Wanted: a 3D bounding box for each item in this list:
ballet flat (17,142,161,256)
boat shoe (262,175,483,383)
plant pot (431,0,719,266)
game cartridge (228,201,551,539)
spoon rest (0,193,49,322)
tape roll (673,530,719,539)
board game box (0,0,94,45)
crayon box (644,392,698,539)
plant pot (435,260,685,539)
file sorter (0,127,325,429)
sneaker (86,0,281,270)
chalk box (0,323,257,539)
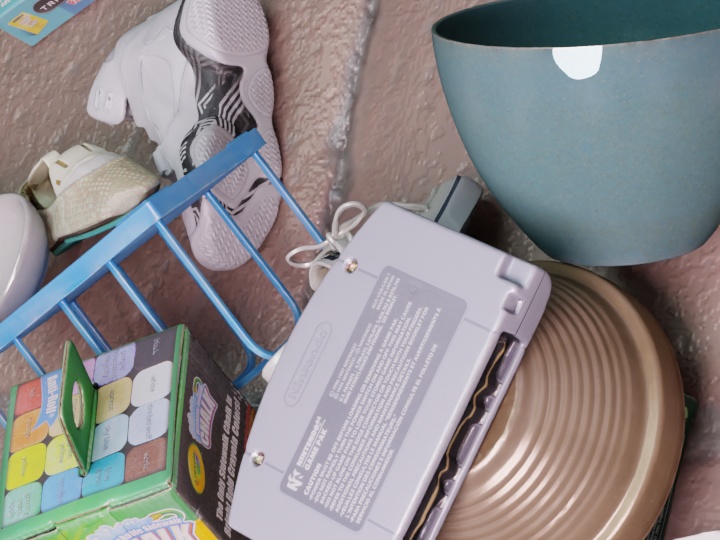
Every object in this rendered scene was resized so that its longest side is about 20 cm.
[{"bbox_3d":[-0.185,-0.050,1.857,0.067,0.063,0.200,-33,5,-23],"label":"ballet flat"},{"bbox_3d":[-0.002,0.003,1.685,0.086,0.075,0.202,30,55,5],"label":"boat shoe"},{"bbox_3d":[0.145,-0.079,1.607,0.199,0.200,0.136,5,108,39],"label":"plant pot"},{"bbox_3d":[0.010,0.069,1.545,0.133,0.040,0.201,25,88,38],"label":"game cartridge"},{"bbox_3d":[-0.251,-0.011,1.895,0.100,0.060,0.200,-67,18,3],"label":"spoon rest"},{"bbox_3d":[0.194,0.242,1.498,0.201,0.071,0.204,-15,64,32],"label":"tape roll"},{"bbox_3d":[-0.212,-0.285,2.040,0.151,0.047,0.201,-32,55,25],"label":"board game box"},{"bbox_3d":[0.085,0.116,1.646,0.199,0.051,0.127,6,76,40],"label":"crayon box"},{"bbox_3d":[0.071,0.082,1.576,0.200,0.093,0.202,-15,63,32],"label":"plant pot"},{"bbox_3d":[-0.123,0.032,1.752,0.200,0.139,0.123,-37,92,33],"label":"file sorter"},{"bbox_3d":[-0.115,-0.087,1.873,0.115,0.075,0.201,-18,66,40],"label":"sneaker"},{"bbox_3d":[-0.129,0.125,1.646,0.123,0.200,0.125,-20,41,21],"label":"chalk box"}]
